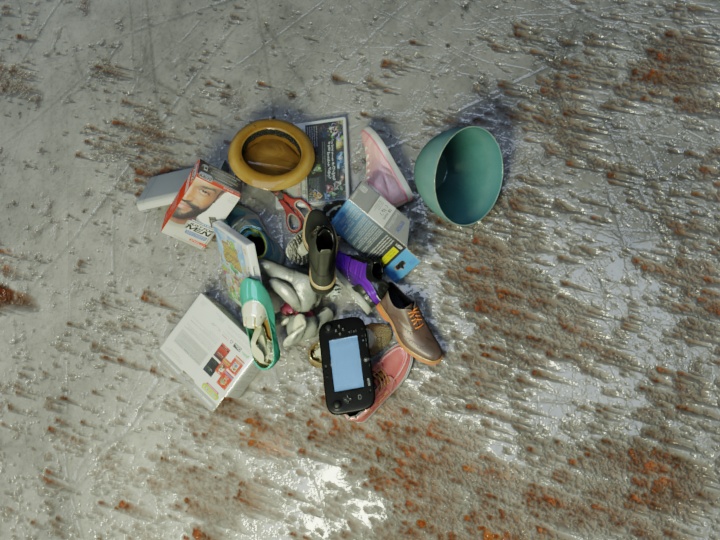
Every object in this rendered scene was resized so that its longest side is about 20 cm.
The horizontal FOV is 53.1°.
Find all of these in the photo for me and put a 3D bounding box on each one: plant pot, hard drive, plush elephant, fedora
[{"bbox_3d":[0.190,-0.208,1.537,0.134,0.198,0.204,21,82,52],"label":"plant pot"},{"bbox_3d":[-0.417,-0.202,1.695,0.194,0.027,0.133,-10,34,10],"label":"hard drive"},{"bbox_3d":[-0.134,0.078,1.549,0.197,0.164,0.159,22,98,28],"label":"plush elephant"},{"bbox_3d":[-0.200,-0.248,1.635,0.195,0.082,0.206,1,64,-1],"label":"fedora"}]

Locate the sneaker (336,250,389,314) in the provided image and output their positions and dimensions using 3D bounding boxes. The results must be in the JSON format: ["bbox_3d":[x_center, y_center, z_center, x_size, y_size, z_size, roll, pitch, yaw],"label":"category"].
[{"bbox_3d":[0.000,0.000,1.559,0.099,0.070,0.201,-41,50,2],"label":"sneaker"}]

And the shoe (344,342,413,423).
[{"bbox_3d":[0.039,0.236,1.515,0.071,0.091,0.201,38,89,16],"label":"shoe"}]

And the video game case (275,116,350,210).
[{"bbox_3d":[-0.114,-0.249,1.681,0.177,0.023,0.206,-5,77,12],"label":"video game case"}]

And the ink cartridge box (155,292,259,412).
[{"bbox_3d":[-0.328,0.186,1.609,0.199,0.084,0.177,39,89,17],"label":"ink cartridge box"}]

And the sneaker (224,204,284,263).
[{"bbox_3d":[-0.259,-0.091,1.625,0.199,0.131,0.080,42,91,17],"label":"sneaker"}]

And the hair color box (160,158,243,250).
[{"bbox_3d":[-0.356,-0.144,1.613,0.200,0.109,0.065,-46,31,38],"label":"hair color box"}]

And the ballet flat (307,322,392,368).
[{"bbox_3d":[-0.026,0.164,1.557,0.196,0.065,0.072,-23,75,7],"label":"ballet flat"}]

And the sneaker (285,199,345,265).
[{"bbox_3d":[-0.101,-0.089,1.620,0.199,0.088,0.078,-40,106,-22],"label":"sneaker"}]

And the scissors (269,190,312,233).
[{"bbox_3d":[-0.180,-0.176,1.659,0.073,0.014,0.202,-38,81,11],"label":"scissors"}]

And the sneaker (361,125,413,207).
[{"bbox_3d":[0.029,-0.221,1.615,0.103,0.075,0.203,-29,78,0],"label":"sneaker"}]

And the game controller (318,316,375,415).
[{"bbox_3d":[-0.028,0.194,1.480,0.102,0.042,0.205,-14,62,11],"label":"game controller"}]

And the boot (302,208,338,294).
[{"bbox_3d":[-0.076,-0.075,1.469,0.075,0.140,0.204,-6,56,-10],"label":"boot"}]

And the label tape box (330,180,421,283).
[{"bbox_3d":[0.041,-0.080,1.540,0.199,0.144,0.064,39,63,-4],"label":"label tape box"}]

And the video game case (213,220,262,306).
[{"bbox_3d":[-0.258,0.003,1.552,0.022,0.199,0.187,-19,116,-25],"label":"video game case"}]

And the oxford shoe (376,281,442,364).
[{"bbox_3d":[0.105,0.111,1.525,0.071,0.073,0.200,-32,71,-30],"label":"oxford shoe"}]

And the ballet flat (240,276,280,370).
[{"bbox_3d":[-0.206,0.116,1.465,0.065,0.071,0.205,-5,115,13],"label":"ballet flat"}]
